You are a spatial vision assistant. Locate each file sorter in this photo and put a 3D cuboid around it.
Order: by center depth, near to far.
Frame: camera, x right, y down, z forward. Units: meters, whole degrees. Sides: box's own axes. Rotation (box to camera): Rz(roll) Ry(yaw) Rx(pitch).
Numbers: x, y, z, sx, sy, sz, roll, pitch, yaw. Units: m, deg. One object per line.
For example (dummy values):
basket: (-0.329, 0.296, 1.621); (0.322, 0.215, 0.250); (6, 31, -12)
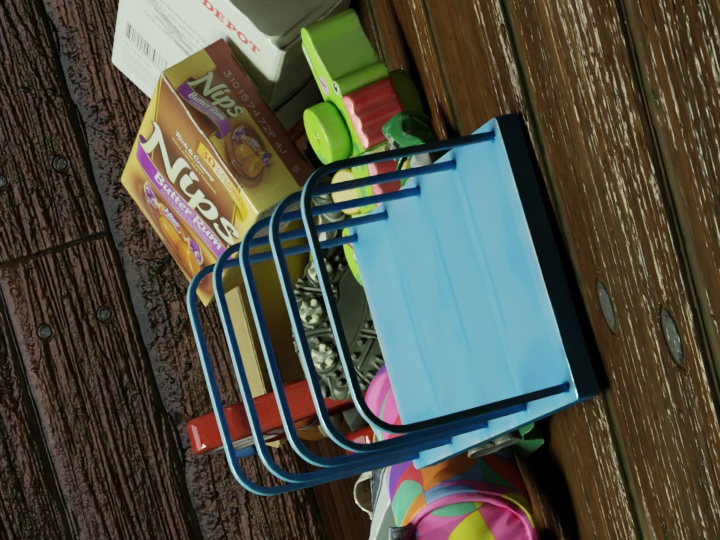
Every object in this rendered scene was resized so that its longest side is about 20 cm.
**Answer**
file sorter: (0.006, 0.028, 1.032); (0.200, 0.122, 0.140); (-35, 70, 64)

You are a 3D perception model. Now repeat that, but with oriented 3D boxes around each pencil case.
pencil case: (0.049, 0.120, 1.211); (0.200, 0.087, 0.089); (-98, -6, -65)

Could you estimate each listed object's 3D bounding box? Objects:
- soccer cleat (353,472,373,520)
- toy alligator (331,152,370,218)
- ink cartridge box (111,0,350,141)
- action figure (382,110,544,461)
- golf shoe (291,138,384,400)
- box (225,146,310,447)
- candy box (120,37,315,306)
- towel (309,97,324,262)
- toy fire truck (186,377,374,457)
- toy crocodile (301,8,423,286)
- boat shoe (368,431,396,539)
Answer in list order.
soccer cleat: (0.028, 0.160, 1.626); (0.200, 0.077, 0.070); (-134, 28, -77)
toy alligator: (0.032, -0.011, 1.295); (0.054, 0.059, 0.202); (-14, 93, 43)
ink cartridge box: (-0.092, -0.173, 1.435); (0.145, 0.083, 0.200); (43, 155, 10)
action figure: (0.051, 0.000, 1.151); (0.118, 0.054, 0.202); (90, 165, -67)
golf shoe: (0.000, 0.000, 1.413); (0.088, 0.076, 0.202); (69, -157, -64)
box: (-0.044, 0.013, 1.631); (0.021, 0.163, 0.202); (12, 129, 35)
candy box: (-0.102, -0.064, 1.426); (0.117, 0.056, 0.200); (55, 156, 8)
towel: (-0.024, -0.075, 1.537); (0.086, 0.018, 0.202); (-114, 25, -70)
toy fire truck: (-0.034, 0.097, 1.529); (0.200, 0.166, 0.113); (22, -129, -82)
toy crocodile: (0.016, -0.058, 1.233); (0.062, 0.067, 0.202); (161, 90, -73)
boat shoe: (0.041, 0.131, 1.407); (0.091, 0.070, 0.202); (-108, 23, -71)
